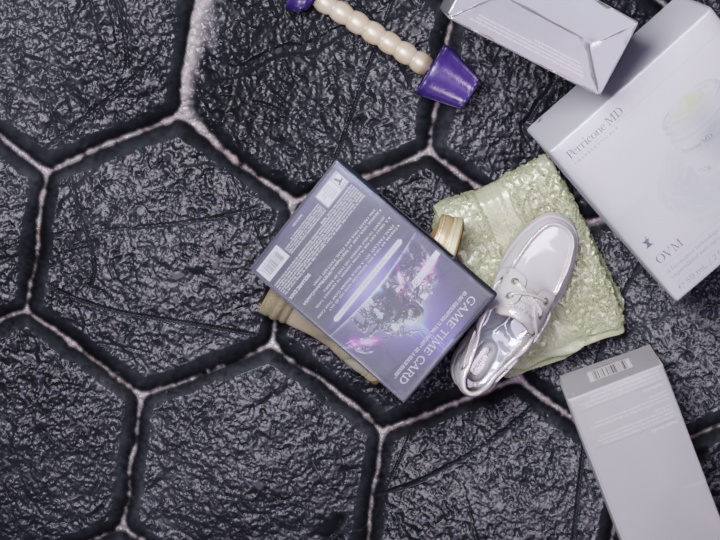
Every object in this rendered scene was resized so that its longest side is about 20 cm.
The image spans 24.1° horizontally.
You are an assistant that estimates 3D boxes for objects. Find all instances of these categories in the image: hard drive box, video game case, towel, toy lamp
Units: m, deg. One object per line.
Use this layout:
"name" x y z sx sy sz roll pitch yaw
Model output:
"hard drive box" 0.160 -0.237 1.568 0.155 0.200 0.077 27 99 -5
"video game case" 0.011 0.010 1.621 0.200 0.019 0.143 40 108 1
"towel" 0.171 -0.003 1.694 0.148 0.036 0.201 -25 99 4
"toy lamp" 0.025 -0.226 1.646 0.199 0.058 0.058 34 99 -5

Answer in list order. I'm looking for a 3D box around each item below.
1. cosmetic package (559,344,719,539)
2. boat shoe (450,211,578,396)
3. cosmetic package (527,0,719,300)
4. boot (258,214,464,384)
"cosmetic package" 0.285 0.191 1.705 0.106 0.090 0.201 -20 102 4
"boat shoe" 0.155 0.039 1.648 0.071 0.069 0.201 27 98 -4
"cosmetic package" 0.304 -0.119 1.616 0.199 0.123 0.200 -42 103 6
"boot" 0.000 0.000 1.666 0.155 0.073 0.200 30 120 -2
